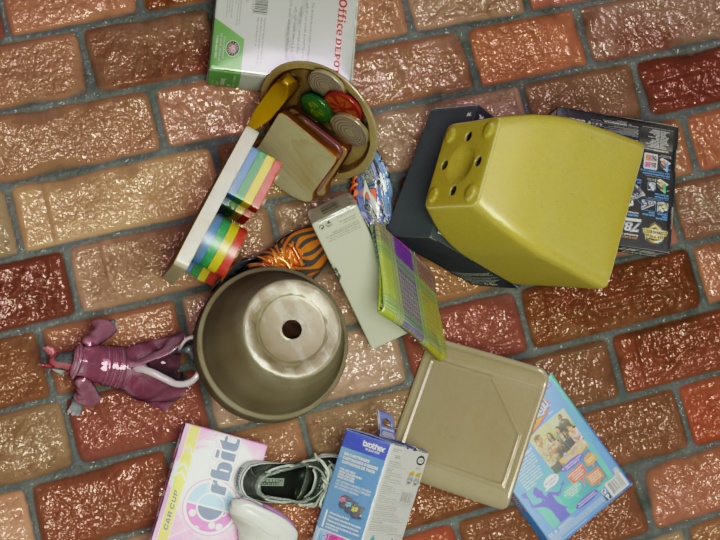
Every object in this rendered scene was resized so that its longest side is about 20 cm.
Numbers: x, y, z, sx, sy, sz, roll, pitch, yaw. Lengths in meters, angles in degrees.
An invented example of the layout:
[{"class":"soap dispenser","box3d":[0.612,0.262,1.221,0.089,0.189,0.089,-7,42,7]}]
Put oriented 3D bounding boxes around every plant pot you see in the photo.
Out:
[{"class":"plant pot","box3d":[0.202,-0.101,1.391,0.200,0.195,0.194,21,81,-30]},{"class":"plant pot","box3d":[-0.099,0.084,1.339,0.200,0.174,0.200,2,80,-13]}]

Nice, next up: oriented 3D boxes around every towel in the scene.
[{"class":"towel","box3d":[0.065,0.032,1.483,0.023,0.200,0.144,-18,60,21]}]

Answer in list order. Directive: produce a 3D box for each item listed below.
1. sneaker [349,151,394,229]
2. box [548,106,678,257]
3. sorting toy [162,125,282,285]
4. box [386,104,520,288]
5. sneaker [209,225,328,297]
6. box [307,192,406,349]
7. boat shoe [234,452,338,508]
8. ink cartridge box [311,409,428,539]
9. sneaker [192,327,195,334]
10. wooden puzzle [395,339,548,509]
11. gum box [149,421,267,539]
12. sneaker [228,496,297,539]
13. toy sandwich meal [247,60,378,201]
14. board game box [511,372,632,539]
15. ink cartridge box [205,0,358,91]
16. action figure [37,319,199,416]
[{"class":"sneaker","box3d":[0.009,-0.099,1.557,0.078,0.075,0.200,-18,85,-10]},{"class":"box","box3d":[0.372,-0.131,1.643,0.200,0.050,0.199,7,82,-10]},{"class":"sorting toy","box3d":[-0.179,-0.070,1.451,0.070,0.200,0.199,28,78,-10]},{"class":"box","box3d":[0.160,-0.101,1.536,0.182,0.104,0.200,29,76,-34]},{"class":"sneaker","box3d":[-0.112,-0.001,1.498,0.200,0.112,0.078,-35,91,-14]},{"class":"box","box3d":[0.000,0.000,1.502,0.068,0.082,0.200,-25,107,0]},{"class":"boat shoe","box3d":[-0.066,0.279,1.458,0.199,0.068,0.074,13,81,-37]},{"class":"ink cartridge box","box3d":[0.019,0.290,1.461,0.076,0.136,0.200,16,83,27]},{"class":"sneaker","box3d":[-0.128,0.109,1.479,0.200,0.115,0.076,20,79,-7]},{"class":"wooden puzzle","box3d":[0.149,0.211,1.528,0.185,0.037,0.200,15,81,24]},{"class":"gum box","box3d":[-0.208,0.314,1.461,0.113,0.066,0.200,17,79,-9]},{"class":"sneaker","box3d":[-0.120,0.376,1.419,0.100,0.075,0.200,-51,128,-32]},{"class":"toy sandwich meal","box3d":[-0.071,-0.189,1.493,0.205,0.205,0.070,41,49,-3]},{"class":"board game box","box3d":[0.269,0.271,1.571,0.152,0.045,0.200,-36,90,-12]},{"class":"ink cartridge box","box3d":[-0.111,-0.329,1.556,0.200,0.084,0.146,7,81,-10]},{"class":"action figure","box3d":[-0.318,0.133,1.431,0.200,0.149,0.134,8,87,-24]}]
